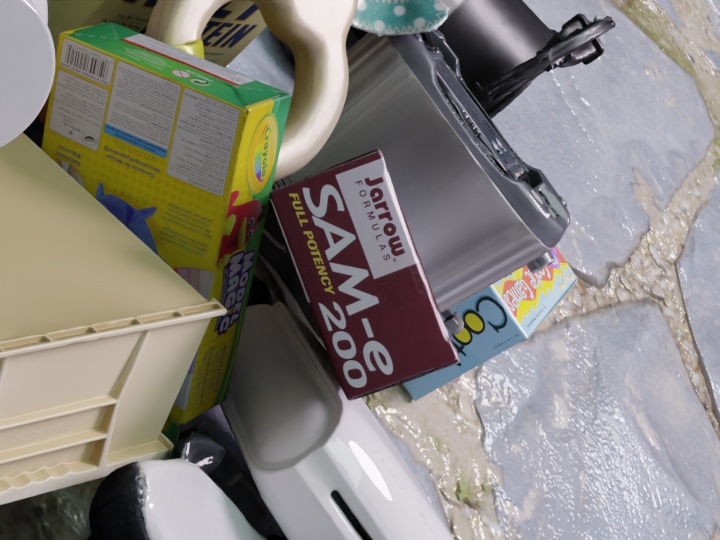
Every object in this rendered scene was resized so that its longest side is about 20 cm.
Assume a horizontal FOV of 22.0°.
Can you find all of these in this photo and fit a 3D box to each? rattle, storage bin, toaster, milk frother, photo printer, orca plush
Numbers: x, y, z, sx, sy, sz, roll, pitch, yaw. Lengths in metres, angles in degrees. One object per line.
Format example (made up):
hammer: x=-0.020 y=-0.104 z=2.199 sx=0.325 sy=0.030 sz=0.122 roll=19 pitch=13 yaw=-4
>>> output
rattle: x=-0.061 y=-0.128 z=1.042 sx=0.130 sy=0.143 sz=0.200 roll=47 pitch=61 yaw=-12
storage bin: x=-0.202 y=0.009 z=0.853 sx=0.200 sy=0.094 sz=0.198 roll=41 pitch=29 yaw=26
toaster: x=0.023 y=-0.061 z=1.107 sx=0.200 sy=0.129 sz=0.114 roll=53 pitch=13 yaw=0
milk frother: x=0.062 y=-0.200 z=1.311 sx=0.188 sy=0.200 sz=0.181 roll=46 pitch=41 yaw=-16
photo printer: x=-0.008 y=0.118 z=0.998 sx=0.167 sy=0.069 sz=0.200 roll=56 pitch=-1 yaw=-23
orca plush: x=-0.089 y=0.140 z=0.920 sx=0.200 sy=0.071 sz=0.106 roll=18 pitch=57 yaw=-69

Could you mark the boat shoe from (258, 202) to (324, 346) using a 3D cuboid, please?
boat shoe: x=-0.049 y=-0.037 z=1.174 sx=0.200 sy=0.057 sz=0.067 roll=52 pitch=35 yaw=-9

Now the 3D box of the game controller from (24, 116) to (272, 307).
game controller: x=-0.128 y=-0.012 z=1.086 sx=0.200 sy=0.042 sz=0.104 roll=44 pitch=23 yaw=-20

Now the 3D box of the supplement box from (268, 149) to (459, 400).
supplement box: x=0.000 y=0.000 z=0.958 sx=0.200 sy=0.061 sz=0.109 roll=-147 pitch=-144 yaw=-88

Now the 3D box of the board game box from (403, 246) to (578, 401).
board game box: x=0.036 y=-0.035 z=1.234 sx=0.200 sy=0.105 sz=0.103 roll=55 pitch=34 yaw=-4

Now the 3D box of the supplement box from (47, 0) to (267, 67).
supplement box: x=-0.131 y=-0.230 z=1.079 sx=0.134 sy=0.200 sz=0.200 roll=0 pitch=57 yaw=-50

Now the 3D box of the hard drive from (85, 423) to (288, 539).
hard drive: x=-0.062 y=0.197 z=0.999 sx=0.200 sy=0.038 sz=0.140 roll=51 pitch=36 yaw=-9

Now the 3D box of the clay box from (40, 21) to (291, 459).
clay box: x=-0.112 y=-0.012 z=0.944 sx=0.115 sy=0.201 sz=0.048 roll=24 pitch=26 yaw=22

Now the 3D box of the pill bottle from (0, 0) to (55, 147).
pill bottle: x=-0.213 y=-0.133 z=0.867 sx=0.112 sy=0.113 sz=0.200 roll=24 pitch=15 yaw=-38
